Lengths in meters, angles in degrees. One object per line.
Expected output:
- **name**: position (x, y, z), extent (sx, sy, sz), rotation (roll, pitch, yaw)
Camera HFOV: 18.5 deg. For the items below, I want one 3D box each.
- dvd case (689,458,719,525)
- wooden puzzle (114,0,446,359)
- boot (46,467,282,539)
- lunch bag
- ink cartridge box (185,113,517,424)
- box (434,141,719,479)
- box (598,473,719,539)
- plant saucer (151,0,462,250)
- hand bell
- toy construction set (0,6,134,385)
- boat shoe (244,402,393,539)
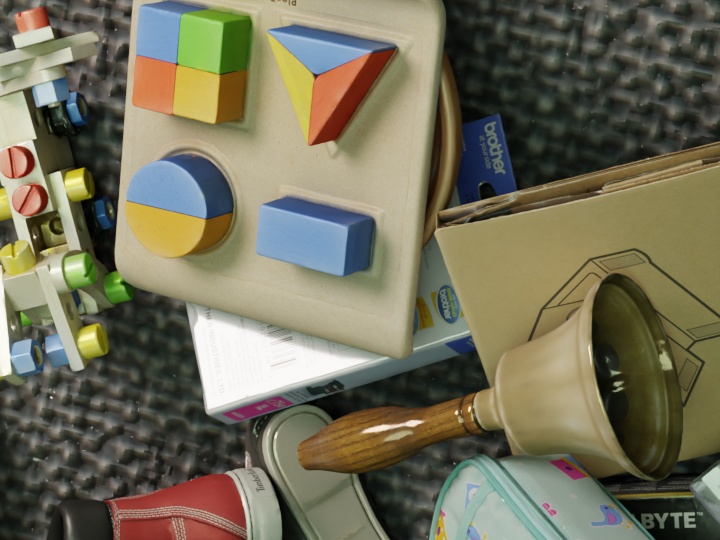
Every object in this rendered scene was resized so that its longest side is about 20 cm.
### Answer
- **dvd case**: position (0.294, 0.106, 1.149), extent (0.200, 0.016, 0.149), rotation (-41, 91, 13)
- **wooden puzzle**: position (-0.052, -0.062, 1.136), extent (0.185, 0.046, 0.201), rotation (14, 112, 27)
- **boot**: position (-0.121, 0.209, 1.236), extent (0.144, 0.072, 0.201), rotation (-8, 116, -20)
- **lunch bag**: position (0.086, 0.204, 1.173), extent (0.160, 0.077, 0.201), rotation (47, 131, 46)
- **ink cartridge box**: position (0.000, 0.000, 1.213), extent (0.199, 0.042, 0.120), rotation (-18, 70, 17)
- **box**: position (0.140, 0.029, 1.152), extent (0.163, 0.021, 0.200), rotation (-14, 131, 8)
- **box**: position (0.211, 0.192, 1.214), extent (0.199, 0.049, 0.160), rotation (-2, 100, 13)
- **plant saucer**: position (-0.031, -0.083, 1.166), extent (0.199, 0.037, 0.201), rotation (11, 111, 29)
- **hand bell**: position (0.053, 0.074, 1.135), extent (0.199, 0.104, 0.105), rotation (-15, 96, 30)
- **toy construction set**: position (-0.179, -0.045, 1.219), extent (0.092, 0.131, 0.201), rotation (1, 99, 12)
- **boat shoe**: position (-0.013, 0.166, 1.263), extent (0.067, 0.057, 0.201), rotation (-23, 98, -20)
